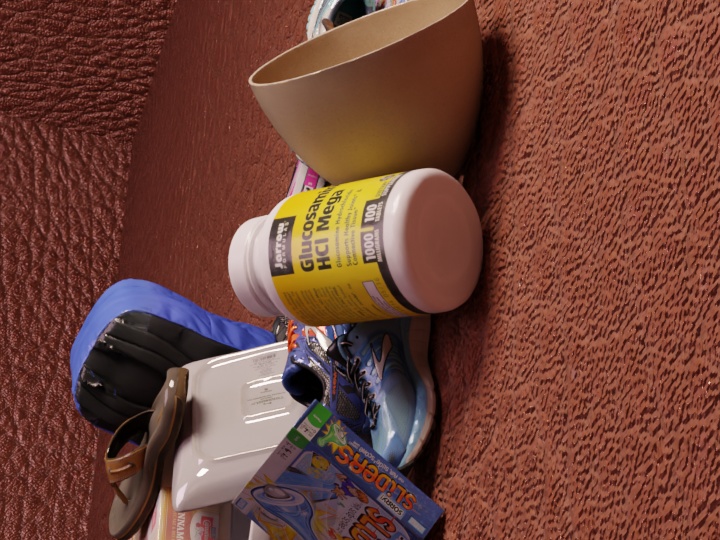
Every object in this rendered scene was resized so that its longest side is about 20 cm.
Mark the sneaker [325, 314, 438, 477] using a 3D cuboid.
[{"bbox_3d":[0.011,0.092,1.306,0.079,0.089,0.201,118,157,-47],"label":"sneaker"}]

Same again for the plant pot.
[{"bbox_3d":[0.021,-0.135,1.305,0.200,0.199,0.135,-133,21,-72],"label":"plant pot"}]

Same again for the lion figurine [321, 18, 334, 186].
[{"bbox_3d":[-0.013,-0.140,1.427,0.072,0.201,0.122,-28,-3,27],"label":"lion figurine"}]

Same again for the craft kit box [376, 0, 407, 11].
[{"bbox_3d":[0.037,-0.251,1.563,0.198,0.048,0.202,134,144,-70],"label":"craft kit box"}]

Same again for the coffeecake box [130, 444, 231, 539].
[{"bbox_3d":[-0.186,0.283,1.532,0.154,0.072,0.201,-92,20,-43],"label":"coffeecake box"}]

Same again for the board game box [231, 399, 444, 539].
[{"bbox_3d":[-0.024,0.195,1.283,0.034,0.135,0.200,-48,-3,-31],"label":"board game box"}]

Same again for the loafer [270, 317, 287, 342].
[{"bbox_3d":[-0.077,0.134,1.653,0.072,0.072,0.202,157,122,-69],"label":"loafer"}]

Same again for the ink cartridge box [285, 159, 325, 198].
[{"bbox_3d":[-0.062,-0.064,1.600,0.095,0.037,0.201,116,169,-46],"label":"ink cartridge box"}]

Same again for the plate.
[{"bbox_3d":[-0.085,0.127,1.453,0.201,0.198,0.033,-99,-6,-54],"label":"plate"}]

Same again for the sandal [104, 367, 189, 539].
[{"bbox_3d":[-0.211,0.170,1.468,0.082,0.054,0.201,-96,25,-50],"label":"sandal"}]

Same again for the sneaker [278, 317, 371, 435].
[{"bbox_3d":[-0.042,0.075,1.404,0.200,0.078,0.076,-126,27,-42],"label":"sneaker"}]

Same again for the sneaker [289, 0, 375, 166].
[{"bbox_3d":[-0.027,-0.200,1.541,0.086,0.077,0.202,152,128,-67],"label":"sneaker"}]

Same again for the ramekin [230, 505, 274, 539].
[{"bbox_3d":[-0.078,0.264,1.486,0.200,0.104,0.202,-169,90,-76],"label":"ramekin"}]

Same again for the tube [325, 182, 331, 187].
[{"bbox_3d":[-0.019,-0.089,1.652,0.058,0.052,0.202,-6,62,31],"label":"tube"}]

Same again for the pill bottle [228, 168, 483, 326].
[{"bbox_3d":[-0.009,-0.014,1.255,0.199,0.112,0.114,-9,67,40],"label":"pill bottle"}]

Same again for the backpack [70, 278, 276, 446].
[{"bbox_3d":[-0.206,0.105,1.629,0.164,0.199,0.168,-63,23,12],"label":"backpack"}]
